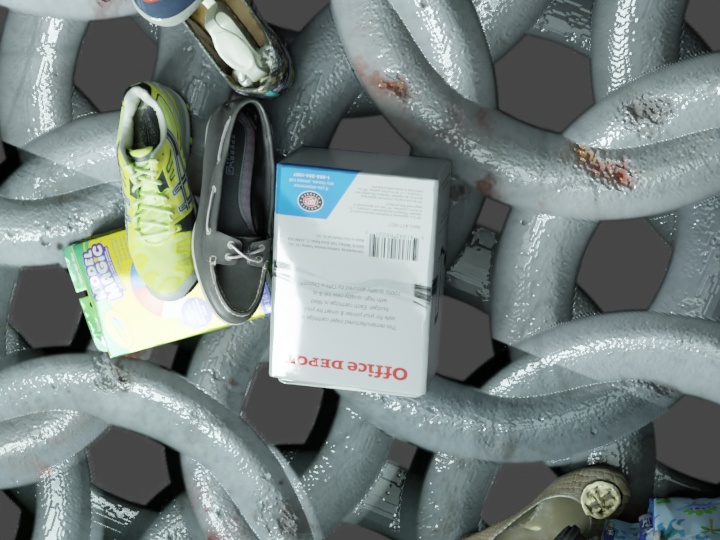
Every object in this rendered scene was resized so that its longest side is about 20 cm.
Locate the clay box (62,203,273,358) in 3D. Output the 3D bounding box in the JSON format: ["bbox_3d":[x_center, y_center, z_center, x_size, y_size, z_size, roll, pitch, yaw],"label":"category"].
[{"bbox_3d":[-0.180,0.007,1.436,0.199,0.048,0.115,-16,99,14],"label":"clay box"}]

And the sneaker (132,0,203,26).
[{"bbox_3d":[-0.122,-0.298,1.283,0.075,0.085,0.200,30,78,10],"label":"sneaker"}]

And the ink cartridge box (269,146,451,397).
[{"bbox_3d":[0.000,0.000,1.376,0.145,0.084,0.201,7,107,10],"label":"ink cartridge box"}]

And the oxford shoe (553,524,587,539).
[{"bbox_3d":[0.187,0.308,1.402,0.084,0.073,0.200,29,137,23],"label":"oxford shoe"}]

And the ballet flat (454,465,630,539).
[{"bbox_3d":[0.161,0.243,1.430,0.200,0.046,0.068,-29,99,18],"label":"ballet flat"}]

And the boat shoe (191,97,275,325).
[{"bbox_3d":[-0.108,-0.055,1.348,0.067,0.057,0.201,4,79,-26],"label":"boat shoe"}]

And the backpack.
[{"bbox_3d":[0.278,0.309,1.340,0.146,0.200,0.184,-6,105,11],"label":"backpack"}]

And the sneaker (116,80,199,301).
[{"bbox_3d":[-0.187,-0.071,1.367,0.075,0.076,0.201,-13,79,14],"label":"sneaker"}]

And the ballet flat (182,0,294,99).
[{"bbox_3d":[-0.131,-0.234,1.348,0.072,0.072,0.201,-36,95,19],"label":"ballet flat"}]
